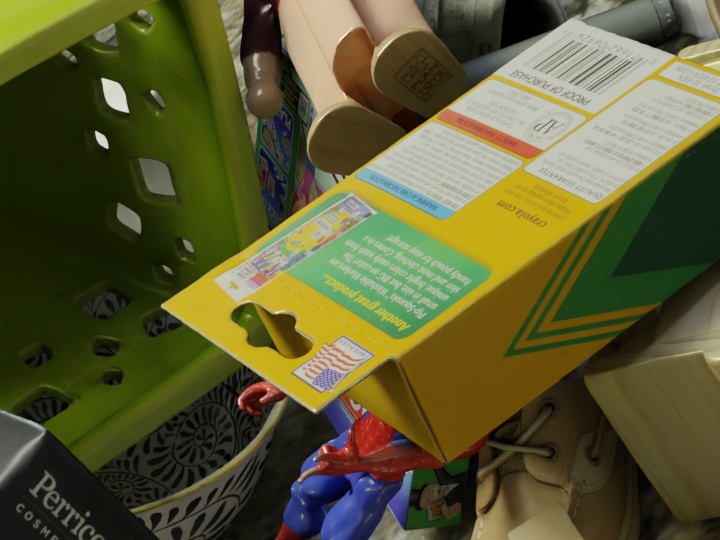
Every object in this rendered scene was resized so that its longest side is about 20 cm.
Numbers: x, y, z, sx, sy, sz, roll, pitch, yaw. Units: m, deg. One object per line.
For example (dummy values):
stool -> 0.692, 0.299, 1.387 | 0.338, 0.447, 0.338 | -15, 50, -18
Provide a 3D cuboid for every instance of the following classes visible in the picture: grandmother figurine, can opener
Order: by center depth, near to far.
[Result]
can opener -> 0.120, -0.087, 1.040 | 0.199, 0.053, 0.066 | -20, -2, -5
grandmother figurine -> -0.015, -0.122, 1.057 | 0.121, 0.061, 0.200 | -41, 37, 8

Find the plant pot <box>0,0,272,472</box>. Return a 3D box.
plant pot -> -0.176, -0.028, 1.086 | 0.181, 0.200, 0.199 | 16, 39, 41

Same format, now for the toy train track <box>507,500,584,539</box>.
toy train track -> 0.099, 0.146, 0.829 | 0.115, 0.033, 0.200 | -33, 33, 0

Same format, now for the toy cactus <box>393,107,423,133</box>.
toy cactus -> 0.068, -0.012, 1.090 | 0.200, 0.102, 0.165 | -15, 46, 29

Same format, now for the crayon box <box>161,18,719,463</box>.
crayon box -> 0.043, -0.007, 0.896 | 0.200, 0.052, 0.126 | -35, 30, -16

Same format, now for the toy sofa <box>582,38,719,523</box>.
toy sofa -> 0.161, -0.007, 0.935 | 0.097, 0.083, 0.200 | -14, 36, 31

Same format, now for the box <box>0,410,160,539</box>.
box -> -0.141, 0.186, 0.938 | 0.200, 0.197, 0.117 | -51, 27, -17

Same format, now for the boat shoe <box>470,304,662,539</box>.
boat shoe -> 0.070, 0.071, 0.966 | 0.071, 0.065, 0.200 | -21, 33, 39

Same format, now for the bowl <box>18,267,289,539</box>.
bowl -> -0.126, 0.090, 1.154 | 0.200, 0.094, 0.201 | -4, 33, 2

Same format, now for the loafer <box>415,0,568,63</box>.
loafer -> 0.065, -0.102, 1.159 | 0.070, 0.200, 0.070 | 7, 86, 21

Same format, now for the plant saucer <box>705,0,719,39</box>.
plant saucer -> 0.223, -0.092, 0.917 | 0.199, 0.030, 0.200 | 2, 46, -3

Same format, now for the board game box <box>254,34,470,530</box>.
board game box -> 0.000, 0.000, 1.072 | 0.029, 0.135, 0.200 | -6, 31, -23

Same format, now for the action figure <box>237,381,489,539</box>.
action figure -> -0.020, 0.081, 0.963 | 0.200, 0.099, 0.065 | -51, 51, 38

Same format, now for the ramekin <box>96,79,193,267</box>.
ramekin -> -0.161, -0.015, 1.382 | 0.200, 0.098, 0.201 | -35, 18, 13
